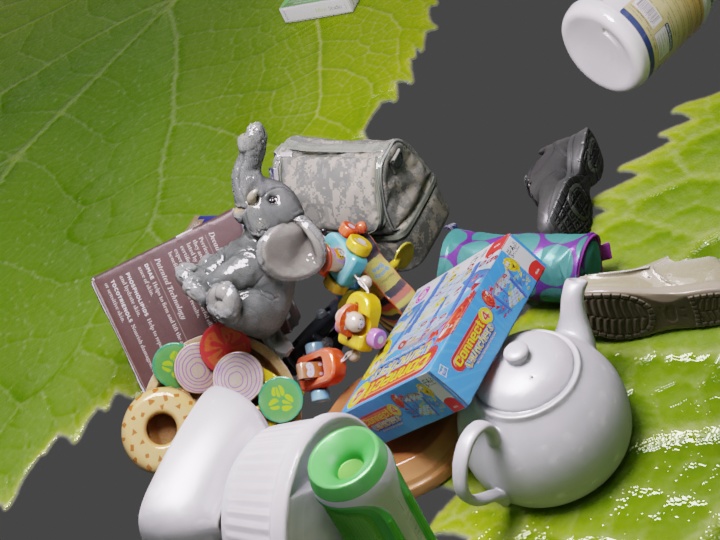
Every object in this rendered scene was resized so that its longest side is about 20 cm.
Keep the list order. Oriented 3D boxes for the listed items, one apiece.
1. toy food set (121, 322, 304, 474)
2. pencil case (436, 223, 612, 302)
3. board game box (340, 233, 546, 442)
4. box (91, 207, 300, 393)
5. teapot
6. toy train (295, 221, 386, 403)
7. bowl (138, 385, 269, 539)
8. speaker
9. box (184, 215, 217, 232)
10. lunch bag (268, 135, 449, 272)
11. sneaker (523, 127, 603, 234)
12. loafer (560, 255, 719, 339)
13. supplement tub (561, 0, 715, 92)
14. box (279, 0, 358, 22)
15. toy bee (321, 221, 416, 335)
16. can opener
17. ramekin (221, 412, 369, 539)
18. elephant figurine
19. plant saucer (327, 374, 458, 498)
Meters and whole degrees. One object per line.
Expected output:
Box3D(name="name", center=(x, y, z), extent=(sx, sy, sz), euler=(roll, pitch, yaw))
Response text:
Box3D(name="toy food set", center=(-0.164, 0.165, 1.493), extent=(0.198, 0.049, 0.200), euler=(28, 86, 10))
Box3D(name="pencil case", center=(0.189, -0.008, 1.533), extent=(0.198, 0.086, 0.092), euler=(4, 22, 34))
Box3D(name="board game box", center=(0.086, 0.077, 1.381), extent=(0.197, 0.056, 0.200), euler=(-56, 12, -33))
Box3D(name="box", center=(-0.199, 0.037, 1.609), extent=(0.198, 0.166, 0.166), euler=(-26, 2, 2))
Box3D(name="teapot", center=(0.176, 0.135, 1.324), extent=(0.195, 0.147, 0.201), euler=(-22, 38, 8))
Box3D(name="toy train", center=(-0.042, 0.045, 1.488), extent=(0.149, 0.055, 0.203), euler=(-18, 72, 43))
Box3D(name="bowl", center=(-0.132, 0.246, 1.343), extent=(0.074, 0.201, 0.201), euler=(4, 45, 28))
Box3D(name="speaker", center=(0.020, 0.243, 1.247), extent=(0.087, 0.201, 0.089), euler=(-17, 38, 14))
Box3D(name="box", center=(-0.181, -0.029, 1.835), extent=(0.198, 0.033, 0.122), euler=(1, 45, 31))
Box3D(name="lunch bag", center=(-0.006, -0.101, 1.695), extent=(0.198, 0.169, 0.140), euler=(5, 47, 36))
Box3D(name="sneaker", center=(0.246, -0.098, 1.628), extent=(0.090, 0.076, 0.201), euler=(-12, 31, 32))
Box3D(name="loafer", center=(0.321, 0.026, 1.427), extent=(0.197, 0.076, 0.069), euler=(-2, 41, 17))
Box3D(name="supplement tub", center=(0.388, -0.356, 1.770), extent=(0.200, 0.145, 0.144), euler=(-42, 39, -20))
Box3D(name="box", center=(-0.048, -0.526, 2.333), extent=(0.143, 0.037, 0.201), euler=(-3, 42, 29))
Box3D(name="toy bee", center=(0.000, 0.000, 1.551), extent=(0.198, 0.109, 0.132), euler=(24, 57, 4))
Box3D(name="can opener", center=(-0.021, 0.055, 1.608), extent=(0.200, 0.064, 0.078), euler=(-45, 40, -21))
Box3D(name="ramekin", center=(-0.057, 0.243, 1.296), extent=(0.093, 0.204, 0.204), euler=(-1, 44, 32))
Box3D(name="elephant figurine", center=(-0.104, -0.033, 1.456), extent=(0.141, 0.155, 0.201), euler=(37, 93, 26))
Box3D(name="plant saucer", center=(0.038, 0.173, 1.456), extent=(0.198, 0.038, 0.202), euler=(-17, 39, 14))
